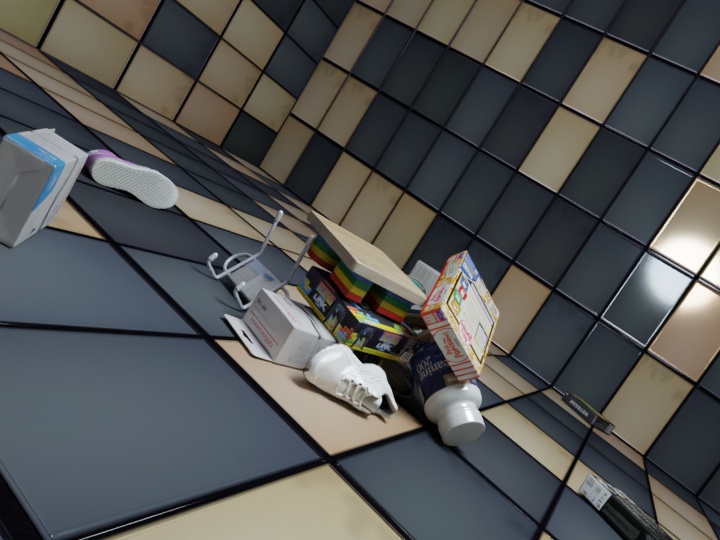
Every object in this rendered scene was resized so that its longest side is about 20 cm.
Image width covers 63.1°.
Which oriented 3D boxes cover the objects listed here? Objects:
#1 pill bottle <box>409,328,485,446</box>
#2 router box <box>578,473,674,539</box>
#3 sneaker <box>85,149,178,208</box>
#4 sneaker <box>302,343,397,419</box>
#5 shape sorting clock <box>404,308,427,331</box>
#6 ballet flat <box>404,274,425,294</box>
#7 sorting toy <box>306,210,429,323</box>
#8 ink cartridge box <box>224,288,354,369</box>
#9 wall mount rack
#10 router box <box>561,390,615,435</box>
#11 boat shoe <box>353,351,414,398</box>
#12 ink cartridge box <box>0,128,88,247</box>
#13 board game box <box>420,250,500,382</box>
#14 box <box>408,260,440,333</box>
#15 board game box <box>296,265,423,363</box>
[{"bbox_3d":[0.162,0.216,1.102,0.110,0.111,0.202,28,33,-38],"label":"pill bottle"},{"bbox_3d":[0.595,0.549,1.284,0.148,0.051,0.200,32,7,-30],"label":"router box"},{"bbox_3d":[-0.492,-0.206,1.264,0.199,0.074,0.114,27,7,-45],"label":"sneaker"},{"bbox_3d":[-0.007,0.179,0.929,0.198,0.075,0.087,27,14,-42],"label":"sneaker"},{"bbox_3d":[0.148,0.114,1.222,0.195,0.040,0.200,12,-9,2],"label":"shape sorting clock"},{"bbox_3d":[0.058,0.043,1.239,0.197,0.070,0.067,7,-14,32],"label":"ballet flat"},{"bbox_3d":[0.000,0.000,1.068,0.198,0.070,0.199,27,14,-39],"label":"sorting toy"},{"bbox_3d":[-0.113,0.100,0.962,0.199,0.068,0.116,26,12,-49],"label":"ink cartridge box"},{"bbox_3d":[-0.176,-0.017,1.064,0.199,0.172,0.076,37,-29,42],"label":"wall mount rack"},{"bbox_3d":[1.022,0.638,2.637,0.156,0.053,0.200,30,8,-30],"label":"router box"},{"bbox_3d":[0.026,0.174,1.111,0.199,0.072,0.065,39,1,-13],"label":"boat shoe"},{"bbox_3d":[-0.428,-0.118,0.775,0.066,0.117,0.200,30,8,-18],"label":"ink cartridge box"},{"bbox_3d":[0.191,0.079,1.085,0.153,0.046,0.200,59,35,-15],"label":"board game box"},{"bbox_3d":[0.241,0.114,1.948,0.199,0.201,0.170,39,9,38],"label":"box"},{"bbox_3d":[0.002,0.082,1.062,0.199,0.057,0.166,24,19,-49],"label":"board game box"}]
